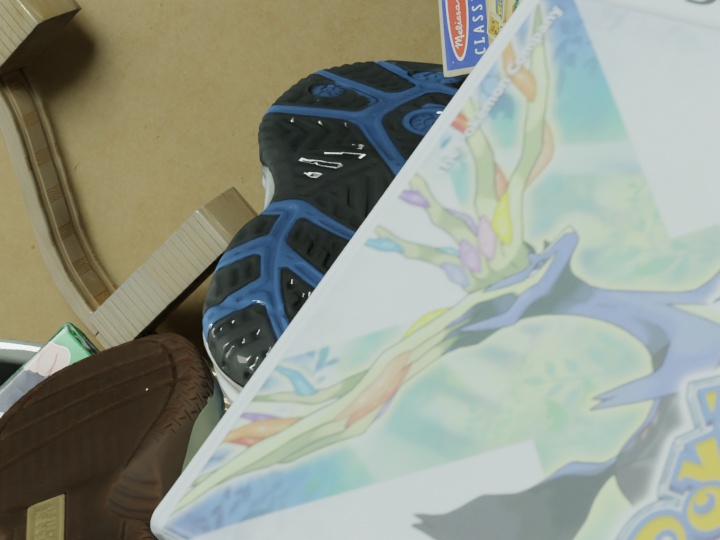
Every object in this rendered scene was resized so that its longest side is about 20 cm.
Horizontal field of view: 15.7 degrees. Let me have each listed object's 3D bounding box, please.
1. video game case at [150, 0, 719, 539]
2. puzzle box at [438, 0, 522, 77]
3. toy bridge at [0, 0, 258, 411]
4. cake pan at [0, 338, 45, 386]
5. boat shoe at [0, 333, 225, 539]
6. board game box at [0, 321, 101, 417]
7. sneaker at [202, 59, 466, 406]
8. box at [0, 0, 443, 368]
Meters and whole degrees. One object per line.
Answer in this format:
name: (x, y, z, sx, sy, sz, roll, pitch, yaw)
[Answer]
video game case: (0.067, 0.011, 0.594, 0.182, 0.022, 0.200, 20, 69, 45)
puzzle box: (0.067, -0.162, 0.765, 0.133, 0.025, 0.201, -5, 89, 52)
toy bridge: (-0.059, 0.001, 0.833, 0.200, 0.027, 0.067, 49, 122, 2)
cake pan: (-0.119, 0.123, 0.831, 0.199, 0.037, 0.201, 0, 84, 4)
boat shoe: (-0.067, 0.088, 0.701, 0.074, 0.075, 0.202, -18, 21, 10)
board game box: (-0.115, 0.134, 0.797, 0.200, 0.029, 0.135, -44, 84, -1)
sneaker: (0.000, 0.000, 0.787, 0.075, 0.077, 0.200, 8, 35, 17)
box: (-0.071, -0.059, 0.866, 0.200, 0.163, 0.021, -58, 8, 5)
